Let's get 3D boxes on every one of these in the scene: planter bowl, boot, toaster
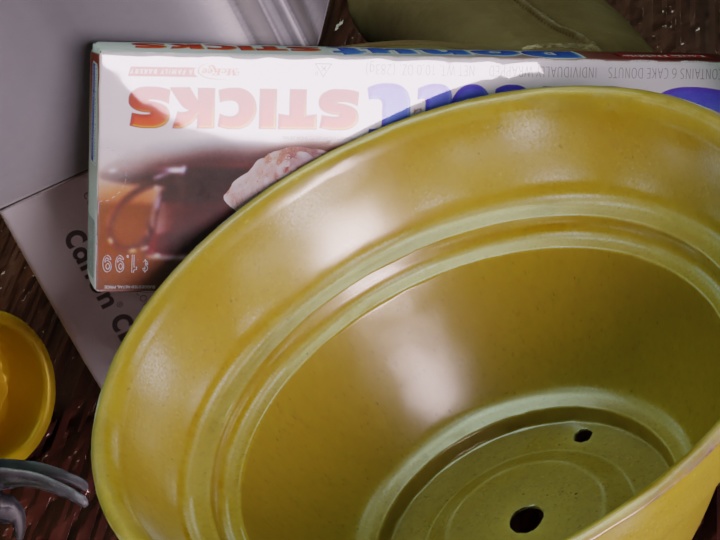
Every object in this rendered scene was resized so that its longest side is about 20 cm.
[{"bbox_3d":[0.034,0.044,0.693,0.199,0.084,0.201,-16,37,13],"label":"planter bowl"},{"bbox_3d":[0.030,-0.068,0.890,0.174,0.067,0.200,7,20,-20],"label":"boot"},{"bbox_3d":[-0.103,-0.121,0.836,0.199,0.119,0.181,-24,27,12],"label":"toaster"}]

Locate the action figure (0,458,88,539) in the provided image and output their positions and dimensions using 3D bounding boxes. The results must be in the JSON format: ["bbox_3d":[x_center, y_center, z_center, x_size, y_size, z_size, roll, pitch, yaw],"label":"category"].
[{"bbox_3d":[-0.190,0.094,0.818,0.199,0.102,0.119,-31,14,-4],"label":"action figure"}]

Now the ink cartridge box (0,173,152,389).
[{"bbox_3d":[-0.092,-0.027,0.924,0.067,0.117,0.200,-29,25,-3],"label":"ink cartridge box"}]

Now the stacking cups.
[{"bbox_3d":[-0.190,0.042,0.977,0.060,0.061,0.199,-42,24,-28],"label":"stacking cups"}]

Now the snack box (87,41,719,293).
[{"bbox_3d":[0.018,-0.031,0.772,0.199,0.072,0.024,0,12,-11],"label":"snack box"}]
